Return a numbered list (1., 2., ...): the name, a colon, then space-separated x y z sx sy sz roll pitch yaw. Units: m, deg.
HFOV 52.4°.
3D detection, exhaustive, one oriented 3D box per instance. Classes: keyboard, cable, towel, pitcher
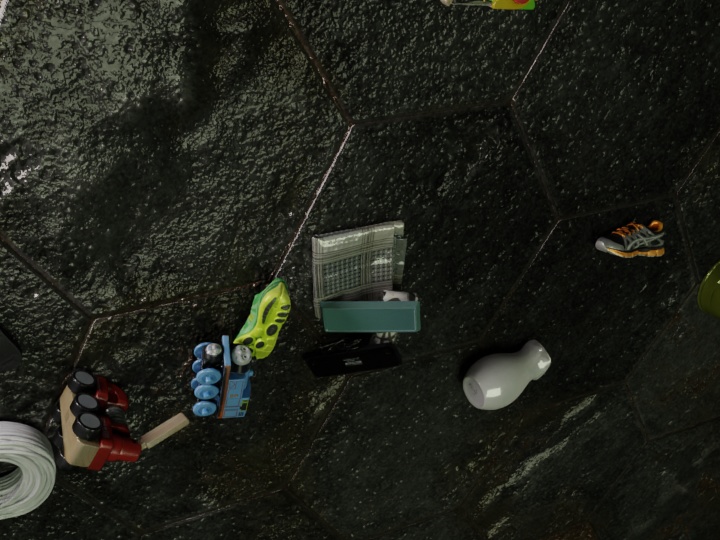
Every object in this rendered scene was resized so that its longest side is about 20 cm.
1. keyboard: -0.018 0.169 1.512 0.197 0.040 0.105 -10 136 14
2. cable: -0.662 0.368 1.335 0.197 0.069 0.203 -14 126 -18
3. towel: 0.000 0.000 1.446 0.197 0.035 0.195 -12 125 -20
4. pitcher: 0.338 0.265 1.742 0.198 0.122 0.173 -21 143 -27

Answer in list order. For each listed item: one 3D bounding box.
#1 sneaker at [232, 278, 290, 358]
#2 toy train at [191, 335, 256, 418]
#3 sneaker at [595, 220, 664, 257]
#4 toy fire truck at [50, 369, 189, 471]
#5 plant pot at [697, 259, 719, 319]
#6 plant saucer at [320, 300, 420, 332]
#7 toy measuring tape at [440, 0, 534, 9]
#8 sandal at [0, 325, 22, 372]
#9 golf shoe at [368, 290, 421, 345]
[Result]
1. sneaker: -0.181 0.095 1.391 0.073 0.084 0.201 26 126 -16
2. toy train: -0.262 0.206 1.396 0.112 0.088 0.202 -1 137 -18
3. sneaker: 0.622 -0.075 1.687 0.197 0.078 0.079 -4 109 -28
4. toy fire truck: -0.431 0.270 1.316 0.198 0.176 0.130 23 108 -36
5. plant pot: 1.025 0.079 1.900 0.197 0.193 0.203 -13 125 -19
6. plant saucer: 0.019 0.094 1.439 0.196 0.019 0.071 -1 122 7
7. toy measuring tape: 0.228 -0.479 1.231 0.197 0.074 0.075 -7 123 -23
8. sandal: -0.628 0.097 1.193 0.076 0.043 0.201 -35 129 -1
9. golf shoe: 0.045 0.105 1.505 0.093 0.078 0.201 19 130 -16
